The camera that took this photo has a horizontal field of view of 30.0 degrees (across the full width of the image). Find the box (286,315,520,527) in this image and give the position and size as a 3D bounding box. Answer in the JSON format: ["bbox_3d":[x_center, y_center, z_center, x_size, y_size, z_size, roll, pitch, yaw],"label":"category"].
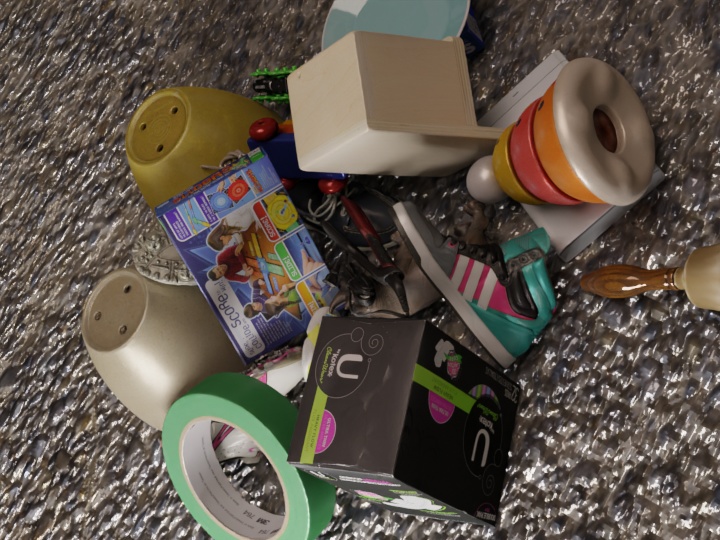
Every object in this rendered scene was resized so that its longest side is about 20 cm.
[{"bbox_3d":[0.047,0.145,1.279,0.123,0.199,0.151,1,70,35],"label":"box"}]

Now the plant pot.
[{"bbox_3d":[-0.202,-0.142,1.625,0.198,0.142,0.203,-16,60,29],"label":"plant pot"}]

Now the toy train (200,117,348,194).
[{"bbox_3d":[-0.079,-0.153,1.524,0.198,0.085,0.116,3,38,36],"label":"toy train"}]

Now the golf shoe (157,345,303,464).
[{"bbox_3d":[-0.125,0.161,1.484,0.199,0.073,0.093,-38,89,15],"label":"golf shoe"}]

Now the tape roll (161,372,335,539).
[{"bbox_3d":[-0.117,0.205,1.383,0.198,0.203,0.048,6,28,37],"label":"tape roll"}]

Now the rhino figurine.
[{"bbox_3d":[0.054,0.006,1.417,0.198,0.060,0.088,-23,57,13],"label":"rhino figurine"}]

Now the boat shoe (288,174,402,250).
[{"bbox_3d":[-0.029,-0.078,1.525,0.199,0.062,0.075,22,77,38],"label":"boat shoe"}]

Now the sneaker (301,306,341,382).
[{"bbox_3d":[-0.008,0.133,1.420,0.103,0.076,0.203,-3,65,14],"label":"sneaker"}]

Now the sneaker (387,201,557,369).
[{"bbox_3d":[0.126,-0.013,1.325,0.120,0.201,0.084,-38,13,5],"label":"sneaker"}]

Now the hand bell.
[{"bbox_3d":[0.291,0.008,1.263,0.199,0.104,0.106,-3,66,48],"label":"hand bell"}]

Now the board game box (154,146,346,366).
[{"bbox_3d":[-0.116,-0.013,1.451,0.134,0.202,0.034,-29,25,-3],"label":"board game box"}]

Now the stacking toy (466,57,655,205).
[{"bbox_3d":[0.179,-0.110,1.337,0.199,0.145,0.148,-22,56,44],"label":"stacking toy"}]

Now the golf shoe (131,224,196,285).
[{"bbox_3d":[-0.157,-0.012,1.522,0.197,0.097,0.079,-6,69,-9],"label":"golf shoe"}]

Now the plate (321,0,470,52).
[{"bbox_3d":[0.043,-0.282,1.538,0.198,0.026,0.203,-14,63,29],"label":"plate"}]

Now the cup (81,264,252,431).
[{"bbox_3d":[-0.237,0.070,1.551,0.198,0.143,0.203,-15,61,28],"label":"cup"}]

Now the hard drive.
[{"bbox_3d":[0.210,-0.123,1.402,0.132,0.027,0.201,-41,52,13],"label":"hard drive"}]

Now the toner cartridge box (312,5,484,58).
[{"bbox_3d":[0.042,-0.255,1.570,0.198,0.043,0.096,-29,54,21],"label":"toner cartridge box"}]

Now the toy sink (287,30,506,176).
[{"bbox_3d":[0.043,-0.173,1.399,0.130,0.198,0.114,-23,72,53],"label":"toy sink"}]

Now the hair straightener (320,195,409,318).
[{"bbox_3d":[0.000,0.000,1.400,0.077,0.041,0.200,-46,39,9],"label":"hair straightener"}]

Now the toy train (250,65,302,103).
[{"bbox_3d":[-0.078,-0.219,1.581,0.200,0.056,0.042,-164,68,-66],"label":"toy train"}]
